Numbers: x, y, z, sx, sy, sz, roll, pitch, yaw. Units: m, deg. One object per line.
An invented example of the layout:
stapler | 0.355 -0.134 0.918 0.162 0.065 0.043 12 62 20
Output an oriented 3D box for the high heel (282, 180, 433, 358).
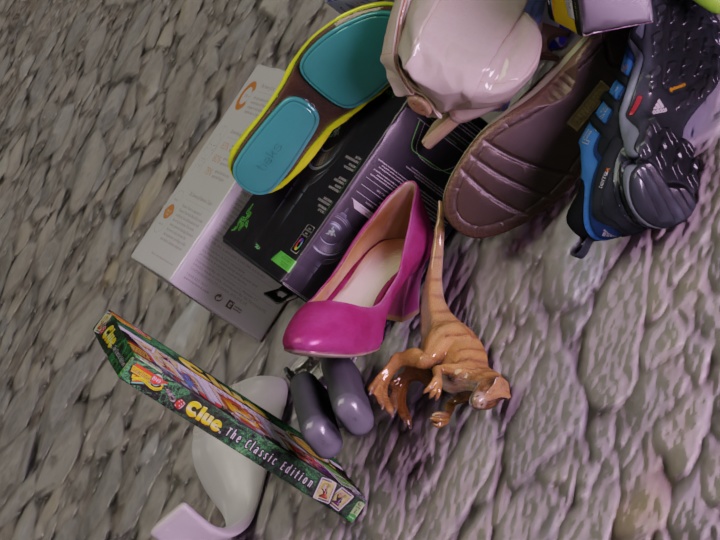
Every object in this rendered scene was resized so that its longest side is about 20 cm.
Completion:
high heel | 0.000 0.000 1.570 0.067 0.200 0.097 8 105 27

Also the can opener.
can opener | -0.016 0.087 1.575 0.053 0.067 0.200 -38 10 4

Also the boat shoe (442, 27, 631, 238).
boat shoe | 0.136 -0.103 1.588 0.200 0.072 0.076 -43 11 8

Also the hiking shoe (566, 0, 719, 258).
hiking shoe | 0.177 -0.107 1.479 0.086 0.074 0.201 -23 39 44

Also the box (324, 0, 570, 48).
box | 0.097 -0.268 1.791 0.199 0.105 0.185 -1 58 53

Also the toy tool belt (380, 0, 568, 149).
toy tool belt | 0.091 -0.190 1.619 0.123 0.124 0.201 103 -168 -71

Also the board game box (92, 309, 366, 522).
board game box | -0.090 0.099 1.565 0.024 0.200 0.105 -55 23 2

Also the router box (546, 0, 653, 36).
router box | 0.139 -0.258 1.461 0.051 0.201 0.149 -10 10 -2

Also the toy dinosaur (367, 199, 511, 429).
toy dinosaur | 0.055 0.053 1.549 0.106 0.060 0.200 -37 36 9

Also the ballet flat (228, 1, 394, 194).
ballet flat | -0.028 -0.137 1.705 0.200 0.067 0.067 -45 11 27

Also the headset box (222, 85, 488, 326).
headset box | -0.003 -0.054 1.741 0.201 0.093 0.174 -55 22 0

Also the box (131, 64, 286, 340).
box | -0.085 -0.059 1.902 0.201 0.097 0.124 -57 23 -3

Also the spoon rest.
spoon rest | -0.101 0.149 1.722 0.099 0.061 0.200 -40 14 29

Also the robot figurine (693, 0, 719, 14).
robot figurine | 0.256 -0.261 1.467 0.200 0.115 0.176 -57 1 -30
